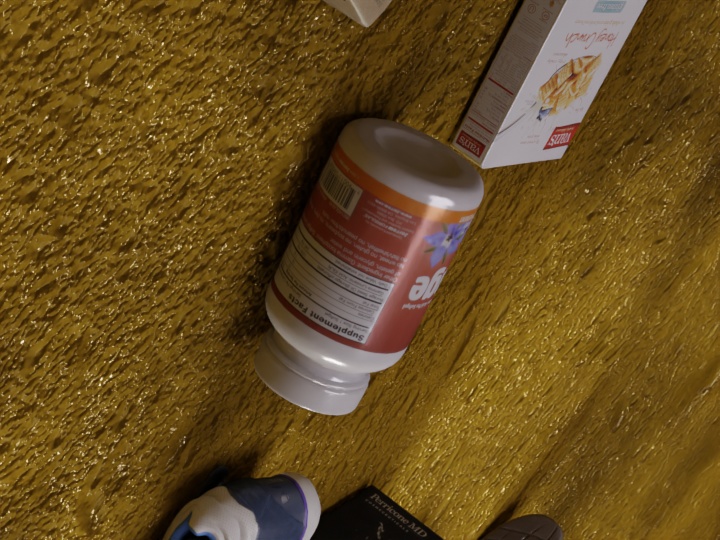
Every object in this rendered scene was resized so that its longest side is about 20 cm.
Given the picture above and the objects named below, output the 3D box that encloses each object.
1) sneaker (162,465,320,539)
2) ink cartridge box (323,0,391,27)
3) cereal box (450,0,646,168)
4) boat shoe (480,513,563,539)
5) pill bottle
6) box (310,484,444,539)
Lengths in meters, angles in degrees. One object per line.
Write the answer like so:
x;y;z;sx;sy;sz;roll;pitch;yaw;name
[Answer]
-0.123;0.248;1.691;0.146;0.081;0.200;-11;136;-46;sneaker
0.003;-0.259;1.231;0.165;0.075;0.200;-53;156;-7;ink cartridge box
0.160;-0.176;1.677;0.144;0.040;0.200;-11;132;-57;cereal box
0.139;0.343;2.316;0.200;0.075;0.073;-41;165;-8;boat shoe
0.000;0.000;1.529;0.112;0.112;0.200;-13;134;-57;pill bottle
0.008;0.324;1.869;0.197;0.200;0.124;-27;144;-46;box
